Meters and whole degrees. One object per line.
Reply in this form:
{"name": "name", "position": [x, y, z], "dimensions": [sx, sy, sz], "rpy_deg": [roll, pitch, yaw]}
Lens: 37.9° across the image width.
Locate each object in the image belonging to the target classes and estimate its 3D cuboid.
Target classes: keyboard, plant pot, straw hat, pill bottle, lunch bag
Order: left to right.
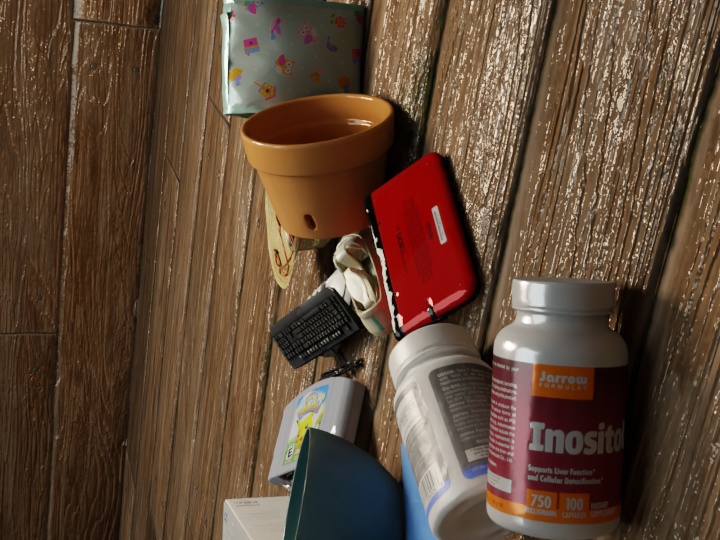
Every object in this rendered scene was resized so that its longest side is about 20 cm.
{"name": "lunch bag", "position": [-0.103, -0.295, 1.483], "dimensions": [0.122, 0.197, 0.173], "rpy_deg": [-170, 81, -69]}
{"name": "straw hat", "position": [-0.083, -0.077, 1.581], "dimensions": [0.201, 0.084, 0.204], "rpy_deg": [176, 90, -73]}
{"name": "keyboard", "position": [-0.052, 0.103, 1.478], "dimensions": [0.127, 0.021, 0.200], "rpy_deg": [50, 144, -4]}
{"name": "plant pot", "position": [-0.048, -0.133, 1.366], "dimensions": [0.200, 0.197, 0.142], "rpy_deg": [-129, 29, -60]}
{"name": "plant pot", "position": [-0.018, 0.304, 1.283], "dimensions": [0.200, 0.133, 0.203], "rpy_deg": [-169, 90, -84]}
{"name": "pill bottle", "position": [0.097, 0.158, 1.042], "dimensions": [0.115, 0.112, 0.201], "rpy_deg": [111, 152, -42]}
{"name": "pill bottle", "position": [0.163, 0.109, 0.867], "dimensions": [0.113, 0.111, 0.203], "rpy_deg": [-172, 83, -69]}

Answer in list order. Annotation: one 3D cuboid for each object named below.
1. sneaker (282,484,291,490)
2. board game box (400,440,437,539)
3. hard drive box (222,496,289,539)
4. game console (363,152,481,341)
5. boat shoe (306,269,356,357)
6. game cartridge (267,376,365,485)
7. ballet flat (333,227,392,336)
{"name": "sneaker", "position": [-0.059, 0.299, 1.543], "dimensions": [0.199, 0.076, 0.083], "rpy_deg": [7, 72, 66]}
{"name": "board game box", "position": [0.085, 0.258, 1.176], "dimensions": [0.158, 0.038, 0.203], "rpy_deg": [134, 134, -74]}
{"name": "hard drive box", "position": [-0.102, 0.394, 1.505], "dimensions": [0.200, 0.154, 0.078], "rpy_deg": [-158, 71, -69]}
{"name": "game console", "position": [0.079, -0.003, 1.234], "dimensions": [0.171, 0.118, 0.202], "rpy_deg": [-33, 53, 28]}
{"name": "boat shoe", "position": [-0.047, 0.060, 1.498], "dimensions": [0.201, 0.066, 0.074], "rpy_deg": [111, 152, -42]}
{"name": "game cartridge", "position": [-0.064, 0.225, 1.489], "dimensions": [0.199, 0.040, 0.135], "rpy_deg": [-33, 34, 52]}
{"name": "ballet flat", "position": [0.000, 0.000, 1.367], "dimensions": [0.201, 0.069, 0.070], "rpy_deg": [-113, 32, -45]}
